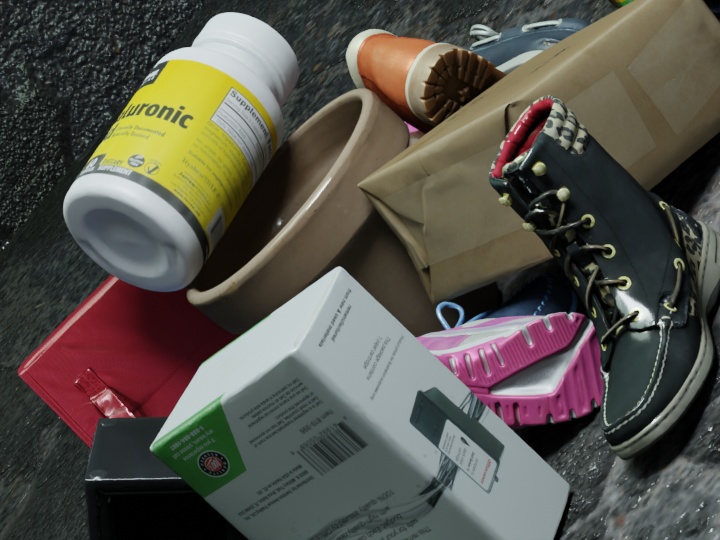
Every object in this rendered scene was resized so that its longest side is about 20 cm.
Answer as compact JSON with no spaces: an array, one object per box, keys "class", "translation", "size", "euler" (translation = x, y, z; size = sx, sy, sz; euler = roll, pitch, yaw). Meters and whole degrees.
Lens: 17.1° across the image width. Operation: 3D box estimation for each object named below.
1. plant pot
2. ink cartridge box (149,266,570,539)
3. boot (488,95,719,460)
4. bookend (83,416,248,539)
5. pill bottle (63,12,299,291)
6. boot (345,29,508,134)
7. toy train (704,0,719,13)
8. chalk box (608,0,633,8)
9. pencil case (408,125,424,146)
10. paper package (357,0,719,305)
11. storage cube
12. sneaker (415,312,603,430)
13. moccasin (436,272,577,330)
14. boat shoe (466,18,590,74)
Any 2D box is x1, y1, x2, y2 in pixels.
[{"class":"plant pot","translation":[0.000,0.000,1.726],"size":[0.200,0.174,0.200],"euler":[-44,16,16]},{"class":"ink cartridge box","translation":[0.002,0.117,1.400],"size":[0.146,0.200,0.083],"euler":[-34,18,40]},{"class":"boot","translation":[0.134,0.001,1.392],"size":[0.073,0.154,0.204],"euler":[-37,19,36]},{"class":"bookend","translation":[-0.072,0.201,1.555],"size":[0.092,0.197,0.201],"euler":[-90,0,-68]},{"class":"pill bottle","translation":[-0.124,-0.091,1.753],"size":[0.111,0.111,0.200],"euler":[-28,26,53]},{"class":"boot","translation":[0.074,-0.122,1.763],"size":[0.107,0.200,0.075],"euler":[21,83,43]},{"class":"toy train","translation":[0.259,-0.273,1.778],"size":[0.114,0.087,0.201],"euler":[18,69,42]},{"class":"chalk box","translation":[0.240,-0.316,1.917],"size":[0.200,0.125,0.124],"euler":[-48,15,7]},{"class":"pencil case","translation":[0.016,-0.033,1.916],"size":[0.200,0.094,0.091],"euler":[-50,16,-2]},{"class":"paper package","translation":[0.132,-0.085,1.606],"size":[0.200,0.104,0.190],"euler":[-38,8,-37]},{"class":"storage cube","translation":[-0.144,0.071,1.902],"size":[0.180,0.171,0.200],"euler":[-44,5,-1]},{"class":"sneaker","translation":[0.059,0.076,1.495],"size":[0.199,0.082,0.088],"euler":[-10,1,2]},{"class":"moccasin","translation":[0.059,0.075,1.584],"size":[0.200,0.068,0.080],"euler":[-48,15,2]},{"class":"boat shoe","translation":[0.116,-0.163,1.951],"size":[0.200,0.075,0.062],"euler":[-17,37,58]}]
